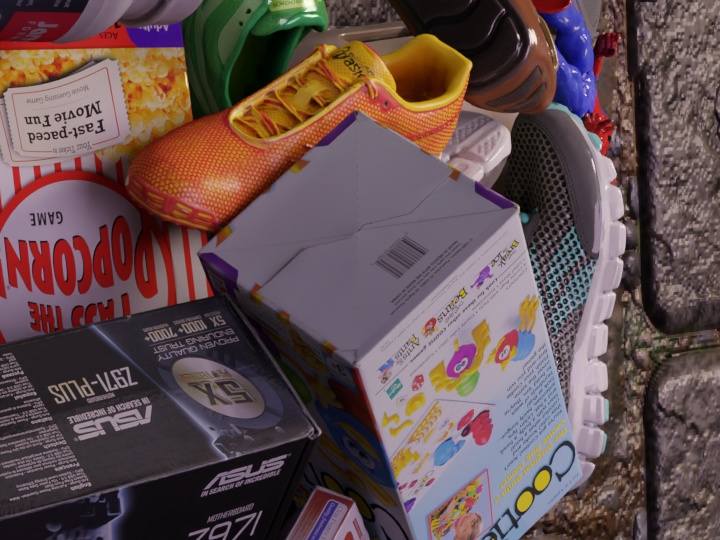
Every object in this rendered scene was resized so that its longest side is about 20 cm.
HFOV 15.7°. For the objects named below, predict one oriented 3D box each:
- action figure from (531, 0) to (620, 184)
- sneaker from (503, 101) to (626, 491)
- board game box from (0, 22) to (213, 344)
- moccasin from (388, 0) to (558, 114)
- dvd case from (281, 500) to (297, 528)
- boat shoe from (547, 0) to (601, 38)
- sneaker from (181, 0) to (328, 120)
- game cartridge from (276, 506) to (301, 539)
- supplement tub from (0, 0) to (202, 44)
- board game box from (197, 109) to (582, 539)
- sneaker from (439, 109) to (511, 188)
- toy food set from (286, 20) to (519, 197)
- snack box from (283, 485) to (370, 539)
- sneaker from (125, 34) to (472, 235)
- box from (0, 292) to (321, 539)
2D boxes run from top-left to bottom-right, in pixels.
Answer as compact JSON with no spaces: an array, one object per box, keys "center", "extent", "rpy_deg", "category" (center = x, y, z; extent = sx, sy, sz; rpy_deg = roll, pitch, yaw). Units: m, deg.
[{"center":[0.116,-0.100,1.409],"extent":[0.200,0.052,0.066],"rpy_deg":[73,25,-58],"category":"action figure"},{"center":[0.078,0.014,1.317],"extent":[0.091,0.078,0.200],"rpy_deg":[1,91,-30],"category":"sneaker"},{"center":[-0.141,-0.018,1.172],"extent":[0.151,0.046,0.200],"rpy_deg":[-7,89,-41],"category":"board game box"},{"center":[0.040,-0.164,1.305],"extent":[0.074,0.201,0.078],"rpy_deg":[-40,157,11],"category":"moccasin"},{"center":[-0.100,0.121,1.255],"extent":[0.150,0.025,0.200],"rpy_deg":[-54,127,-30],"category":"dvd case"},{"center":[0.076,-0.206,1.401],"extent":[0.202,0.065,0.075],"rpy_deg":[57,35,-37],"category":"boat shoe"},{"center":[-0.044,-0.148,1.220],"extent":[0.074,0.084,0.200],"rpy_deg":[-19,129,-42],"category":"sneaker"},{"center":[-0.025,0.189,1.294],"extent":[0.200,0.040,0.133],"rpy_deg":[-56,152,-28],"category":"game cartridge"},{"center":[-0.167,-0.164,1.068],"extent":[0.200,0.140,0.141],"rpy_deg":[-1,92,-29],"category":"supplement tub"},{"center":[0.017,0.045,1.179],"extent":[0.105,0.103,0.200],"rpy_deg":[-42,144,-20],"category":"board game box"},{"center":[0.000,0.000,1.276],"extent":[0.200,0.077,0.082],"rpy_deg":[-42,136,-20],"category":"sneaker"},{"center":[0.015,-0.028,1.350],"extent":[0.143,0.060,0.200],"rpy_deg":[-10,97,-33],"category":"toy food set"},{"center":[-0.011,0.176,1.227],"extent":[0.072,0.024,0.200],"rpy_deg":[-61,157,-22],"category":"snack box"},{"center":[-0.030,-0.068,1.185],"extent":[0.200,0.073,0.077],"rpy_deg":[-24,140,-46],"category":"sneaker"},{"center":[-0.138,0.110,1.090],"extent":[0.200,0.086,0.164],"rpy_deg":[-12,142,-33],"category":"box"}]
